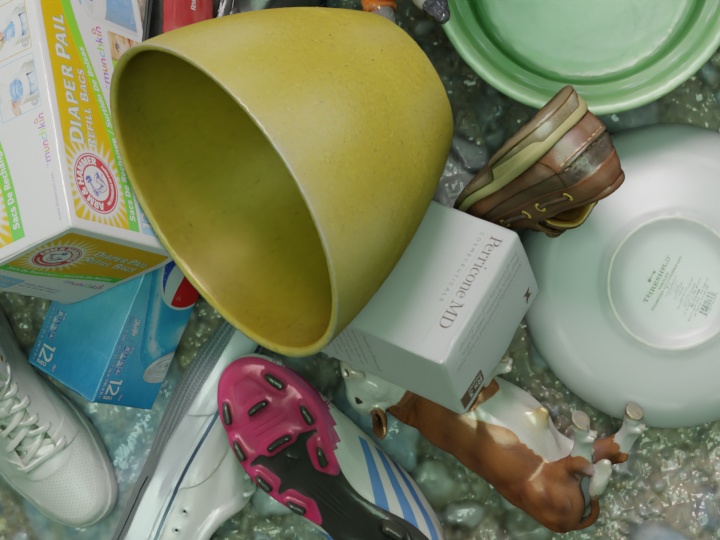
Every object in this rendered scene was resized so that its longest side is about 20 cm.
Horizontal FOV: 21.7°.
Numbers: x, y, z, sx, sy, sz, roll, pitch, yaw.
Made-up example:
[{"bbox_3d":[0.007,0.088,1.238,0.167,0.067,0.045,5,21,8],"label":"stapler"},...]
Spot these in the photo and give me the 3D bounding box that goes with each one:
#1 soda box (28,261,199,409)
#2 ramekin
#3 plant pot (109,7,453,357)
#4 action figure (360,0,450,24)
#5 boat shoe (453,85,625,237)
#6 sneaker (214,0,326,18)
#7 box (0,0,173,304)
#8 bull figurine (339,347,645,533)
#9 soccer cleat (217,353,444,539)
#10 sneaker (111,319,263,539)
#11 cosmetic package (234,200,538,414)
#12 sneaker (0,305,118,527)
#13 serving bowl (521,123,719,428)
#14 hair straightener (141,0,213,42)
[{"bbox_3d":[-0.141,-0.014,1.233,0.068,0.064,0.202,27,98,33],"label":"soda box"},{"bbox_3d":[0.142,-0.198,1.187,0.198,0.098,0.202,0,93,6],"label":"ramekin"},{"bbox_3d":[-0.029,-0.072,1.088,0.141,0.200,0.201,-34,90,-27],"label":"plant pot"},{"bbox_3d":[0.016,-0.239,1.099,0.194,0.105,0.200,47,122,4],"label":"action figure"},{"bbox_3d":[0.109,-0.050,1.150,0.072,0.200,0.068,-44,89,-14],"label":"boat shoe"},{"bbox_3d":[-0.058,-0.202,1.227,0.090,0.076,0.202,18,97,-10],"label":"sneaker"},{"bbox_3d":[-0.198,-0.093,1.179,0.101,0.112,0.202,-21,72,29],"label":"box"},{"bbox_3d":[0.084,0.091,1.218,0.199,0.065,0.122,35,133,-5],"label":"bull figurine"},{"bbox_3d":[-0.019,0.130,1.227,0.070,0.086,0.200,-38,98,17],"label":"soccer cleat"},{"bbox_3d":[-0.101,0.124,1.254,0.070,0.073,0.201,24,100,-15],"label":"sneaker"},{"bbox_3d":[0.000,0.000,1.176,0.199,0.074,0.102,20,67,28],"label":"cosmetic package"},{"bbox_3d":[-0.239,0.094,1.235,0.073,0.116,0.201,-36,91,5],"label":"sneaker"},{"bbox_3d":[0.200,0.006,1.211,0.198,0.066,0.202,0,94,5],"label":"serving bowl"},{"bbox_3d":[-0.128,-0.188,1.194,0.041,0.201,0.077,15,137,-28],"label":"hair straightener"}]
